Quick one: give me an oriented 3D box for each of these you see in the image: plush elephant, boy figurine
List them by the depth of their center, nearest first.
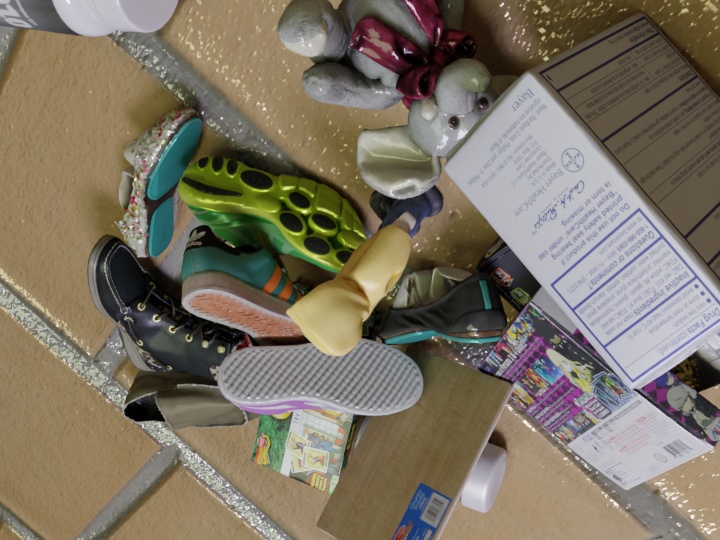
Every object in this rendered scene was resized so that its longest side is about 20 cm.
[{"bbox_3d":[0.047,-0.150,0.819,0.155,0.165,0.200,42,166,14],"label":"plush elephant"},{"bbox_3d":[0.000,0.000,0.936,0.064,0.201,0.124,41,139,-5],"label":"boy figurine"}]

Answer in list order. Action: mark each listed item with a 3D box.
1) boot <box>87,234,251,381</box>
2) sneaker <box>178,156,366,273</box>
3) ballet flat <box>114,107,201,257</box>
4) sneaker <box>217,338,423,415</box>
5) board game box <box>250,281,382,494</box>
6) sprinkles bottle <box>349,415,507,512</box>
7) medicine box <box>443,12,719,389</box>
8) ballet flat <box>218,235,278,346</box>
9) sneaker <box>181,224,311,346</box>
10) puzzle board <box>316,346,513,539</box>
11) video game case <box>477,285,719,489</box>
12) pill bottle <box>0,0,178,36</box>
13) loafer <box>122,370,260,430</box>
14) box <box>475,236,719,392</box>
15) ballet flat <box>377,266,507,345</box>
[{"bbox_3d":[-0.200,0.049,1.189,0.152,0.074,0.205,12,141,23],"label":"boot"},{"bbox_3d":[-0.080,-0.049,1.051,0.198,0.075,0.084,24,155,15],"label":"sneaker"},{"bbox_3d":[-0.211,-0.092,1.089,0.064,0.076,0.201,36,134,12],"label":"ballet flat"},{"bbox_3d":[-0.041,0.110,1.079,0.197,0.074,0.114,6,163,-4],"label":"sneaker"},{"bbox_3d":[-0.047,0.123,1.131,0.104,0.023,0.203,18,106,21],"label":"board game box"},{"bbox_3d":[0.052,0.187,1.147,0.198,0.068,0.069,18,133,20],"label":"sprinkles bottle"},{"bbox_3d":[0.189,-0.055,0.751,0.201,0.182,0.103,51,133,7],"label":"medicine box"},{"bbox_3d":[-0.107,0.045,1.149,0.067,0.046,0.202,3,126,29],"label":"ballet flat"},{"bbox_3d":[-0.091,0.018,1.032,0.071,0.081,0.199,-19,150,28],"label":"sneaker"},{"bbox_3d":[0.051,0.180,1.033,0.017,0.202,0.150,35,168,-37],"label":"puzzle board"},{"bbox_3d":[0.198,0.104,0.934,0.181,0.036,0.200,38,160,9],"label":"video game case"},{"bbox_3d":[-0.263,-0.265,0.951,0.197,0.114,0.115,11,130,25],"label":"pill bottle"},{"bbox_3d":[-0.201,0.162,1.286,0.198,0.070,0.076,-3,123,34],"label":"loafer"},{"bbox_3d":[0.215,0.024,0.911,0.200,0.049,0.161,44,144,-5],"label":"box"},{"bbox_3d":[0.073,0.032,1.001,0.199,0.067,0.070,-11,85,63],"label":"ballet flat"}]
